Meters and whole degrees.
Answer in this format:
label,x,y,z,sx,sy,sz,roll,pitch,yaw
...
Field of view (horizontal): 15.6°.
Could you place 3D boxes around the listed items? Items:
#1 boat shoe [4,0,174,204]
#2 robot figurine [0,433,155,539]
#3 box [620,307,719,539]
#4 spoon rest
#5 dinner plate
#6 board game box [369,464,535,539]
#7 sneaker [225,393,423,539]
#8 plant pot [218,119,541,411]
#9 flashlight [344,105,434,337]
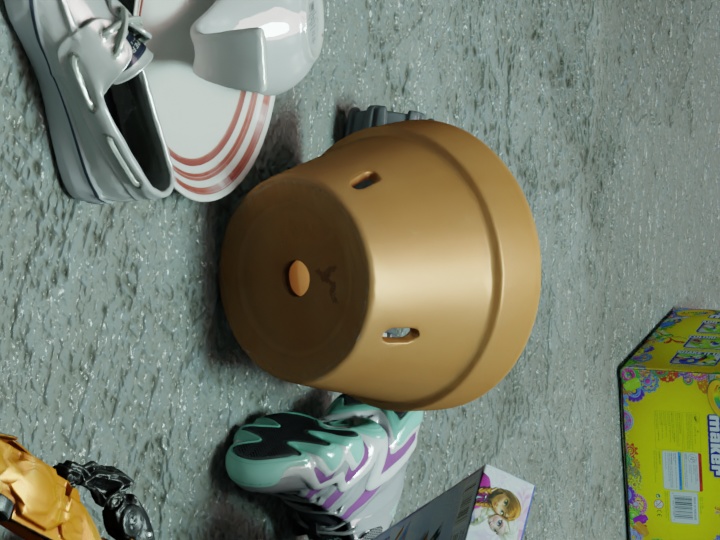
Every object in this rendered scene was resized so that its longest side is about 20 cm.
label,x,y,z,sx,sy,sz,roll,pitch,yaw
boat shoe,-0.151,-0.128,1.524,0.074,0.065,0.200,-61,145,-45
robot figurine,-0.186,0.161,1.454,0.200,0.058,0.145,42,55,-50
box,0.348,0.162,2.623,0.193,0.122,0.200,-39,128,-61
spoon rest,-0.067,-0.153,1.687,0.200,0.061,0.099,-52,142,-72
dinner plate,-0.104,-0.144,1.683,0.200,0.024,0.200,2,90,-67
board game box,0.033,0.247,1.710,0.200,0.041,0.200,-41,-152,60
sneaker,-0.027,0.167,1.830,0.200,0.078,0.140,-12,115,-53
plant pot,0.000,0.000,1.755,0.140,0.200,0.200,-5,97,-49
flashlight,0.012,-0.017,1.911,0.068,0.068,0.200,14,79,-39
